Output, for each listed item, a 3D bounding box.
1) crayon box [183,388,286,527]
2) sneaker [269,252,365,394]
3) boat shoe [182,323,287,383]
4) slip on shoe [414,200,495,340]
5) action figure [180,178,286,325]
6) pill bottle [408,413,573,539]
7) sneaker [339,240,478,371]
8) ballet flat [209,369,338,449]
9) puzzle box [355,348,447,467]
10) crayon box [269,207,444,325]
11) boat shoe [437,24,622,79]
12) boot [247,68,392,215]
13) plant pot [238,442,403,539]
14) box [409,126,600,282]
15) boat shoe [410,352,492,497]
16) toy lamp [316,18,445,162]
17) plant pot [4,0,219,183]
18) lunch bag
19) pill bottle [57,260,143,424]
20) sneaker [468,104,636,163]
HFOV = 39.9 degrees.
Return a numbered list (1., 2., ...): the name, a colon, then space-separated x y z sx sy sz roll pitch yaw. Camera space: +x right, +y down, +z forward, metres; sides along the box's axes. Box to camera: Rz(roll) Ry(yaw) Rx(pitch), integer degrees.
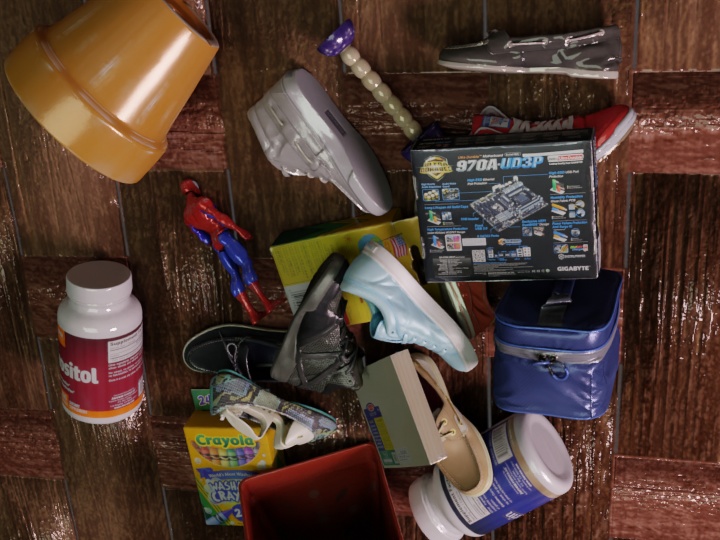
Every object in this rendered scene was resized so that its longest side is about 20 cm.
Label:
1. crayon box: -0.174 0.267 1.409 0.124 0.052 0.203 -2 113 16
2. sneaker: -0.030 0.072 1.212 0.113 0.076 0.201 23 120 -1
3. boat shoe: -0.151 0.115 1.327 0.197 0.062 0.076 0 116 16
4. slip on shoe: 0.114 -0.015 1.201 0.061 0.074 0.202 -24 103 -13
5. action figure: -0.169 -0.031 1.260 0.201 0.052 0.065 55 140 0
6. pill bottle: 0.165 0.273 1.286 0.199 0.116 0.116 -35 102 27
7. sneaker: 0.052 0.061 1.166 0.082 0.074 0.200 -45 103 -6
8. ballet flat: -0.118 0.200 1.316 0.198 0.075 0.074 27 121 -25
9. puzzle box: 0.042 0.175 1.225 0.025 0.200 0.135 -19 84 -18
10. crayon box: 0.000 0.000 1.239 0.197 0.051 0.128 -10 112 19
11. boat shoe: 0.184 -0.241 1.076 0.197 0.067 0.058 5 100 7
12. boot: -0.050 -0.135 1.186 0.095 0.074 0.201 -32 95 31
13. plant pot: -0.039 0.386 1.334 0.197 0.201 0.178 -16 127 -2
14. box: 0.160 -0.069 1.091 0.197 0.046 0.161 -2 115 17
15. boat shoe: 0.093 0.193 1.240 0.074 0.066 0.201 -42 63 19
16. toy lamp: 0.033 -0.193 1.139 0.058 0.058 0.201 -36 98 26
17. plant pot: -0.267 -0.236 1.133 0.183 0.200 0.200 -43 99 12
18. lunch bag: 0.223 0.070 1.129 0.134 0.200 0.134 4 113 18
19. pill bottle: -0.351 0.095 1.341 0.111 0.113 0.203 10 116 10
20. sneaker: 0.198 -0.152 1.105 0.199 0.071 0.113 -32 106 27
